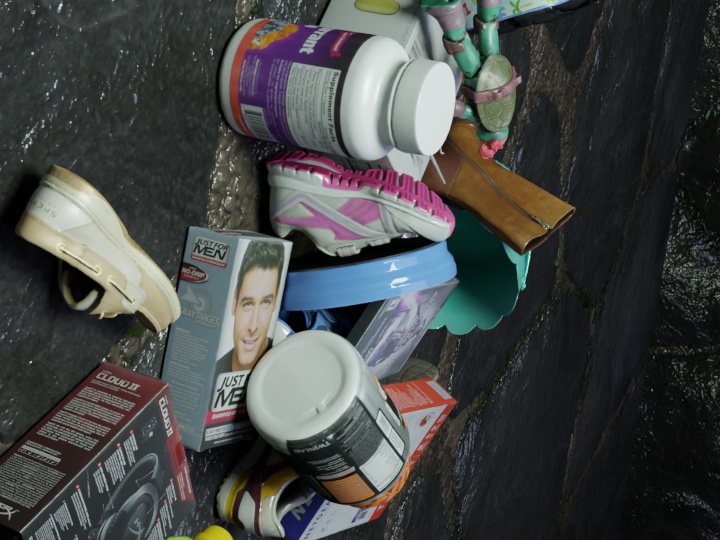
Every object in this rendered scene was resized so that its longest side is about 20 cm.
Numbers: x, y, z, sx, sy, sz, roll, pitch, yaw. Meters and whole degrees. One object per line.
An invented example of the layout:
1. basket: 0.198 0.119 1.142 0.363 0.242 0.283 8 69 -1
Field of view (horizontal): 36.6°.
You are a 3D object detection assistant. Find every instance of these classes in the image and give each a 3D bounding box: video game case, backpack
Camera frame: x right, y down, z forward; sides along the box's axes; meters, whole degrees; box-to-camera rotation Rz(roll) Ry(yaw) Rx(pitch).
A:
1. video game case: 0.032 0.072 1.225 0.143 0.019 0.200 -58 159 19
2. backpack: 0.194 -0.374 1.355 0.200 0.182 0.148 -38 112 -57

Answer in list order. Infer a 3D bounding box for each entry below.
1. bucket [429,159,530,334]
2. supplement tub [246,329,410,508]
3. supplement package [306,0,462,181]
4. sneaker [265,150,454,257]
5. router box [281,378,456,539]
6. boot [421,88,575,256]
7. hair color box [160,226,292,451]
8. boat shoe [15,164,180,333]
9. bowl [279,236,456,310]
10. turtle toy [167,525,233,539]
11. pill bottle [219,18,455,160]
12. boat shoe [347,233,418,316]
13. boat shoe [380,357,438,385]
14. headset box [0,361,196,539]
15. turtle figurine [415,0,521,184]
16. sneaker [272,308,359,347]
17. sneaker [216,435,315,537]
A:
1. bucket: 0.116 -0.040 1.345 0.135 0.205 0.208 -60 151 -46
2. supplement tub: -0.023 0.157 1.090 0.123 0.122 0.200 -64 149 -23
3. supplement package: 0.023 -0.206 1.164 0.201 0.110 0.156 -67 154 -19
4. sneaker: -0.004 -0.056 1.101 0.081 0.198 0.089 -55 158 -67
5. router box: 0.006 0.227 1.310 0.179 0.049 0.201 -1 128 -55
6. boot: 0.161 -0.122 1.250 0.188 0.199 0.069 -38 152 -41
7. hair color box: -0.132 0.063 1.043 0.099 0.060 0.202 0 102 -64
8. boat shoe: -0.208 0.000 0.855 0.069 0.073 0.200 -53 147 -18
9. bowl: 0.000 0.000 1.131 0.200 0.199 0.040 -23 105 -59
10. turtle toy: -0.192 0.326 1.005 0.146 0.100 0.202 -36 135 -54
11. pill bottle: -0.020 -0.163 0.994 0.111 0.199 0.112 -40 138 -51
12. boat shoe: 0.033 0.028 1.301 0.072 0.072 0.201 6 122 -29
13. boat shoe: 0.032 0.182 1.443 0.200 0.074 0.074 -31 141 -45
14. headset box: -0.221 0.187 0.904 0.200 0.077 0.150 -50 145 -44
15. turtle figurine: 0.118 -0.197 1.131 0.150 0.100 0.201 -49 138 -45
16. sneaker: -0.052 0.068 1.195 0.200 0.073 0.083 -26 123 -60
17. sneaker: -0.072 0.205 1.201 0.201 0.089 0.075 -59 150 -30
